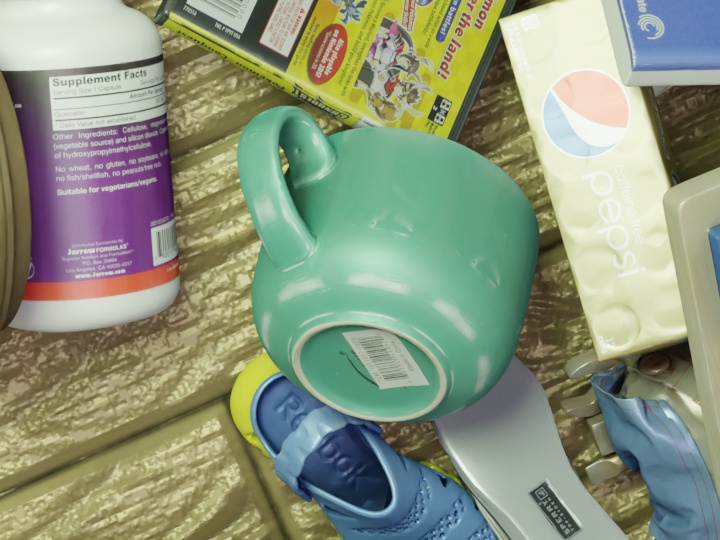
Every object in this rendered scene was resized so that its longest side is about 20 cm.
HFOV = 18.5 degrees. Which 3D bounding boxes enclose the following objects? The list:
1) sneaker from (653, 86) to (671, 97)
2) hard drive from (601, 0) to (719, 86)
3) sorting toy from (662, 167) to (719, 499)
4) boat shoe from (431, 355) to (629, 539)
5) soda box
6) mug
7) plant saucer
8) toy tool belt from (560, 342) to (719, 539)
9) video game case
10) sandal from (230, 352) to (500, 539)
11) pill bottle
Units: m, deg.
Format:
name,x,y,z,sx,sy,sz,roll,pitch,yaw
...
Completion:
name,x,y,z,sx,sy,sz,roll,pitch,yaw
sneaker,0.228,-0.152,1.299,0.200,0.075,0.081,-39,114,-1
hard drive,0.228,-0.161,1.210,0.200,0.025,0.132,-2,60,-12
sorting toy,0.279,0.021,1.185,0.198,0.070,0.200,-22,117,-14
boat shoe,0.101,0.130,1.321,0.072,0.066,0.200,-34,78,-17
soda box,0.140,-0.053,1.235,0.068,0.064,0.200,-17,85,14
mug,0.002,0.007,1.225,0.185,0.115,0.152,20,141,-6
plant saucer,-0.219,-0.049,1.169,0.029,0.200,0.201,-9,103,-29
toy tool belt,0.180,0.090,1.307,0.123,0.125,0.200,-30,111,-8
video game case,0.005,-0.184,1.239,0.180,0.025,0.200,27,74,-14
sandal,0.007,0.132,1.304,0.200,0.087,0.080,39,91,-17
pill bottle,-0.161,-0.073,1.218,0.112,0.112,0.200,-6,102,-9
